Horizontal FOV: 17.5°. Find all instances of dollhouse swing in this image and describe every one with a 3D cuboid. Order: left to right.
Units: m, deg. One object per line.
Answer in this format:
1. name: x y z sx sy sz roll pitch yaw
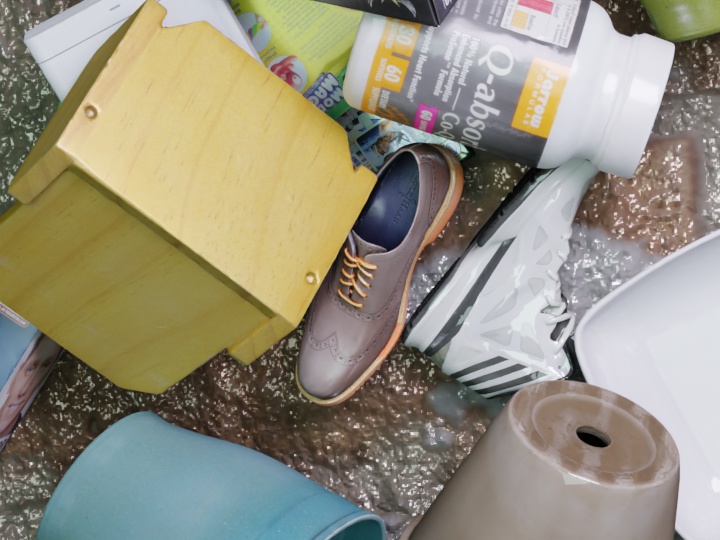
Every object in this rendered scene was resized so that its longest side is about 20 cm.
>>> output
1. dollhouse swing: -0.136 -0.041 1.592 0.200 0.176 0.182 37 64 -16

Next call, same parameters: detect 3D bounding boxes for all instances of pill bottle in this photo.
1. pill bottle: 0.097 -0.134 1.539 0.200 0.116 0.116 18 96 2

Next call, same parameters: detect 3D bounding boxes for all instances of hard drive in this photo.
1. hard drive: -0.122 -0.106 1.600 0.132 0.027 0.200 -27 112 7

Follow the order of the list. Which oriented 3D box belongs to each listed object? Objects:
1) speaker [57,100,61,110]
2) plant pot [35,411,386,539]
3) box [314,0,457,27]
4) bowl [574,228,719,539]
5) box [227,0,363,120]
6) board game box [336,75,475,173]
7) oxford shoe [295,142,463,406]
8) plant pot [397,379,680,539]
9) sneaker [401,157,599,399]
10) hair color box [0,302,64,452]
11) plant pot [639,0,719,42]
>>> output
1. speaker: -0.173 -0.093 1.660 0.088 0.088 0.200 21 108 10
2. plant pot: -0.117 0.203 1.629 0.188 0.200 0.200 33 99 19
3. box: -0.002 -0.244 1.513 0.200 0.048 0.158 15 57 29
4. bowl: 0.267 0.073 1.595 0.200 0.075 0.200 -30 86 11
5. box: -0.054 -0.202 1.628 0.117 0.048 0.200 -39 88 11
6. board game box: -0.029 -0.126 1.670 0.135 0.029 0.200 -36 85 11
7. oxford shoe: 0.000 0.000 1.614 0.071 0.073 0.200 26 96 20
8. plant pot: 0.129 0.174 1.541 0.200 0.200 0.174 24 119 10
9. sneaker: 0.131 0.006 1.630 0.115 0.076 0.201 38 108 -1
10. hair color box: -0.277 0.086 1.696 0.061 0.100 0.200 33 99 8
11. plant pot: 0.225 -0.260 1.541 0.200 0.200 0.193 -19 101 12
